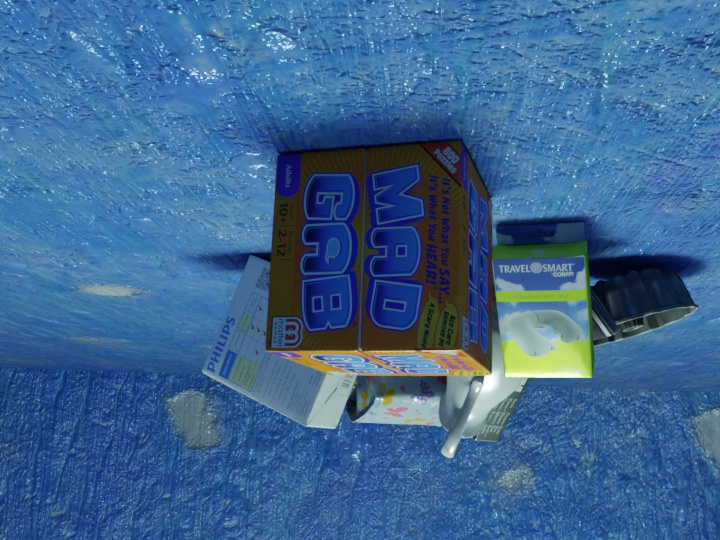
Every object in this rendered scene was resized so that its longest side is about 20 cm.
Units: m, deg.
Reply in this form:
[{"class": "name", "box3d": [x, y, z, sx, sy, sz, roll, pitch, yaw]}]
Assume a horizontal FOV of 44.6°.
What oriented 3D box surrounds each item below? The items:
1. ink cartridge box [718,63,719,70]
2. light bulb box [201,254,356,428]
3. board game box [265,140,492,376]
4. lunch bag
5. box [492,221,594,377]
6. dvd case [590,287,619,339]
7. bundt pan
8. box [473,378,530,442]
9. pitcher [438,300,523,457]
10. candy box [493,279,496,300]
[{"class": "ink cartridge box", "box3d": [0.348, -0.144, 0.581, 0.195, 0.052, 0.109, -2, 167, 17]}, {"class": "light bulb box", "box3d": [-0.104, 0.110, 1.353, 0.197, 0.202, 0.125, 22, 176, 23]}, {"class": "board game box", "box3d": [0.030, -0.001, 0.936, 0.195, 0.205, 0.200, -2, 167, 17]}, {"class": "lunch bag", "box3d": [0.071, 0.198, 1.489, 0.165, 0.130, 0.201, 5, 153, -14]}, {"class": "box", "box3d": [0.238, 0.042, 1.136, 0.119, 0.204, 0.048, -2, -154, 18]}, {"class": "dvd case", "box3d": [0.278, 0.040, 1.261, 0.016, 0.150, 0.200, -34, 178, -16]}, {"class": "bundt pan", "box3d": [0.401, 0.053, 1.328, 0.197, 0.078, 0.202, -14, 163, -4]}, {"class": "box", "box3d": [0.214, 0.147, 1.423, 0.043, 0.162, 0.203, 8, 123, -21]}, {"class": "pitcher", "box3d": [0.172, 0.160, 1.275, 0.119, 0.203, 0.172, 23, -147, 5]}, {"class": "candy box", "box3d": [0.127, 0.034, 1.271, 0.115, 0.056, 0.198, -42, 152, 25]}]
